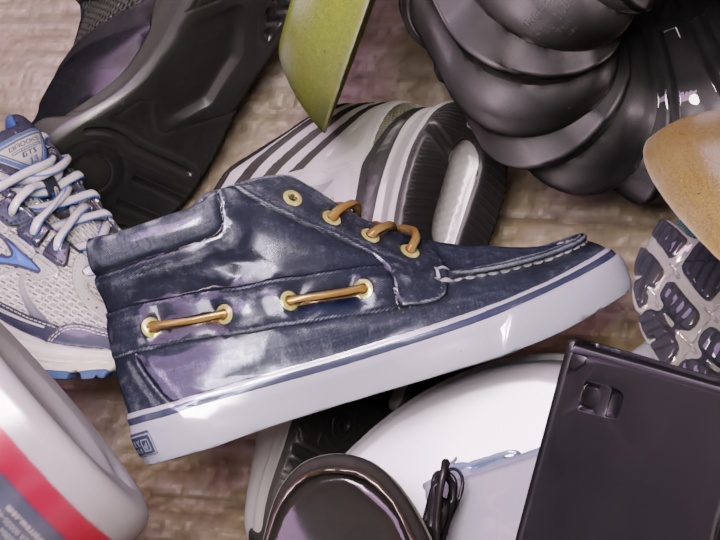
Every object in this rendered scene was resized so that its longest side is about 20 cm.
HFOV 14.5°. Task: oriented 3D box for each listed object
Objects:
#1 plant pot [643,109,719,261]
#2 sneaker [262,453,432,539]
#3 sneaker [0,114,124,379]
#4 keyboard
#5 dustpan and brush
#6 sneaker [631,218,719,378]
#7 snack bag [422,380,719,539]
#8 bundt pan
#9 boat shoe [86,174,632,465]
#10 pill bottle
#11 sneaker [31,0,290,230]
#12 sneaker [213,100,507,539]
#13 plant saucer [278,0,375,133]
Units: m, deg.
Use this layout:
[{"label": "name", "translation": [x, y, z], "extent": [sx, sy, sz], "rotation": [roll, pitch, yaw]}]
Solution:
[{"label": "plant pot", "translation": [0.190, -0.001, 0.989], "extent": [0.200, 0.199, 0.028], "rotation": [45, 112, 33]}, {"label": "sneaker", "translation": [-0.001, 0.145, 0.948], "extent": [0.074, 0.106, 0.201], "rotation": [-6, 67, 2]}, {"label": "sneaker", "translation": [-0.139, -0.015, 1.149], "extent": [0.199, 0.077, 0.086], "rotation": [17, 110, 25]}, {"label": "keyboard", "translation": [0.064, 0.124, 1.009], "extent": [0.126, 0.021, 0.201], "rotation": [16, 93, 26]}, {"label": "dustpan and brush", "translation": [0.088, 0.063, 1.083], "extent": [0.139, 0.057, 0.200], "rotation": [38, 90, 14]}, {"label": "sneaker", "translation": [0.177, 0.050, 1.035], "extent": [0.078, 0.080, 0.200], "rotation": [-45, 62, -2]}, {"label": "snack bag", "translation": [0.126, 0.137, 0.993], "extent": [0.188, 0.021, 0.201], "rotation": [-22, 78, 27]}, {"label": "bundt pan", "translation": [0.117, -0.099, 1.060], "extent": [0.201, 0.202, 0.076], "rotation": [-23, 51, 11]}, {"label": "boat shoe", "translation": [0.000, 0.000, 1.054], "extent": [0.199, 0.071, 0.091], "rotation": [-17, 90, -12]}, {"label": "pill bottle", "translation": [-0.186, 0.111, 1.016], "extent": [0.200, 0.120, 0.120], "rotation": [-41, 57, -1]}, {"label": "sneaker", "translation": [-0.101, -0.093, 1.234], "extent": [0.200, 0.076, 0.114], "rotation": [-55, 33, 10]}, {"label": "sneaker", "translation": [-0.019, 0.024, 1.152], "extent": [0.115, 0.076, 0.202], "rotation": [9, 74, 47]}, {"label": "plant saucer", "translation": [0.007, -0.153, 1.110], "extent": [0.031, 0.200, 0.201], "rotation": [20, 72, -2]}]
